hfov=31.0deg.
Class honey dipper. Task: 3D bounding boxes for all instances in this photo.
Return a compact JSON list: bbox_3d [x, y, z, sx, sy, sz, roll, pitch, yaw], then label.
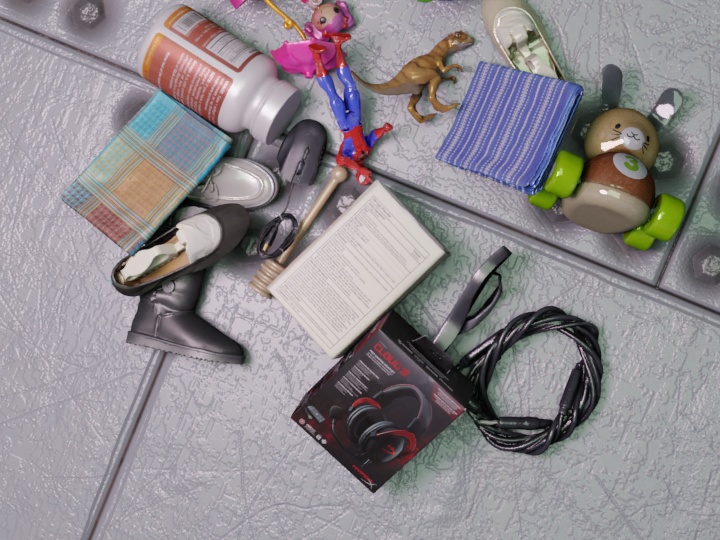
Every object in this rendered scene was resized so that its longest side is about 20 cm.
[{"bbox_3d":[-0.079,-0.054,1.709,0.038,0.038,0.200,34,93,8],"label":"honey dipper"}]

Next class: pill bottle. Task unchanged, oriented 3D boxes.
[{"bbox_3d":[-0.181,-0.251,1.689,0.200,0.112,0.112,34,94,8],"label":"pill bottle"}]

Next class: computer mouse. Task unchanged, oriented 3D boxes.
[{"bbox_3d":[-0.089,-0.107,1.685,0.059,0.034,0.200,19,76,-12],"label":"computer mouse"}]

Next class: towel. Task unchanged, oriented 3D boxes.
[{"bbox_3d":[-0.276,-0.131,1.676,0.147,0.022,0.200,36,79,26],"label":"towel"},{"bbox_3d":[0.181,-0.181,1.613,0.200,0.024,0.145,26,93,52],"label":"towel"}]

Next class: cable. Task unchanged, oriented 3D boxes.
[{"bbox_3d":[0.226,0.140,1.653,0.200,0.051,0.163,-35,84,6],"label":"cable"}]

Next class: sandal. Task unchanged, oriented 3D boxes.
[{"bbox_3d":[0.140,0.056,1.659,0.043,0.076,0.200,33,104,9],"label":"sandal"}]

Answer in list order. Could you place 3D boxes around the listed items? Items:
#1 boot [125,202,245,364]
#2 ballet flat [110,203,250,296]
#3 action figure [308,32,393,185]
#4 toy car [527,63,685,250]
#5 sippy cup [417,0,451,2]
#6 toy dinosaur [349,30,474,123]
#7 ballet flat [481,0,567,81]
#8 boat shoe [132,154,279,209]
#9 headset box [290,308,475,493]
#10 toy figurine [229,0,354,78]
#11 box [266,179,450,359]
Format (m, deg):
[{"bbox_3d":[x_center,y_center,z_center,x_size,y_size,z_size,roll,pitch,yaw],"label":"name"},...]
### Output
[{"bbox_3d":[-0.214,0.015,1.719,0.164,0.066,0.200,12,86,6],"label":"boot"},{"bbox_3d":[-0.232,-0.024,1.656,0.200,0.068,0.068,-31,79,6],"label":"ballet flat"},{"bbox_3d":[-0.002,-0.192,1.645,0.065,0.099,0.200,-29,123,-26],"label":"action figure"},{"bbox_3d":[0.325,-0.151,1.602,0.164,0.158,0.200,22,80,-4],"label":"toy car"},{"bbox_3d":[0.097,-0.415,1.630,0.178,0.130,0.140,-46,40,-12],"label":"sippy cup"},{"bbox_3d":[0.068,-0.241,1.660,0.200,0.060,0.106,-34,101,-31],"label":"toy dinosaur"},{"bbox_3d":[0.216,-0.278,1.653,0.069,0.069,0.200,-30,85,7],"label":"ballet flat"},{"bbox_3d":[-0.209,-0.122,1.708,0.200,0.070,0.071,14,100,9],"label":"boat shoe"},{"bbox_3d":[0.035,0.158,1.628,0.149,0.075,0.200,43,114,-4],"label":"headset box"},{"bbox_3d":[-0.079,-0.345,1.687,0.200,0.150,0.184,-39,98,-18],"label":"toy figurine"},{"bbox_3d":[0.000,0.000,1.659,0.200,0.109,0.128,-43,84,5],"label":"box"}]
